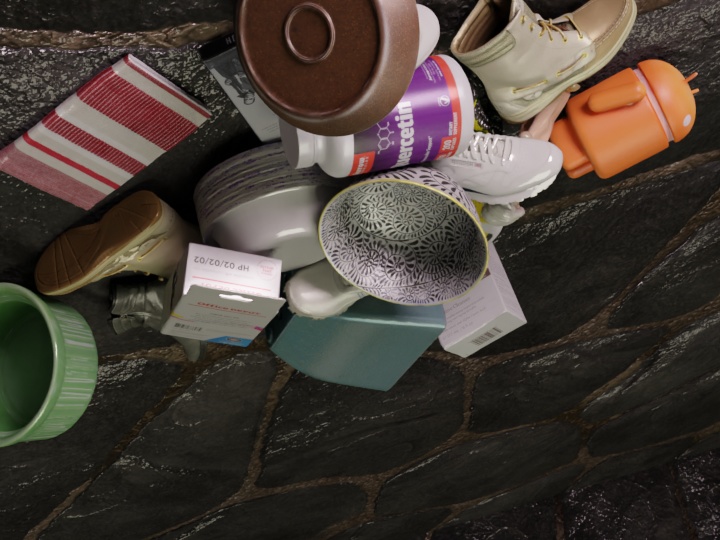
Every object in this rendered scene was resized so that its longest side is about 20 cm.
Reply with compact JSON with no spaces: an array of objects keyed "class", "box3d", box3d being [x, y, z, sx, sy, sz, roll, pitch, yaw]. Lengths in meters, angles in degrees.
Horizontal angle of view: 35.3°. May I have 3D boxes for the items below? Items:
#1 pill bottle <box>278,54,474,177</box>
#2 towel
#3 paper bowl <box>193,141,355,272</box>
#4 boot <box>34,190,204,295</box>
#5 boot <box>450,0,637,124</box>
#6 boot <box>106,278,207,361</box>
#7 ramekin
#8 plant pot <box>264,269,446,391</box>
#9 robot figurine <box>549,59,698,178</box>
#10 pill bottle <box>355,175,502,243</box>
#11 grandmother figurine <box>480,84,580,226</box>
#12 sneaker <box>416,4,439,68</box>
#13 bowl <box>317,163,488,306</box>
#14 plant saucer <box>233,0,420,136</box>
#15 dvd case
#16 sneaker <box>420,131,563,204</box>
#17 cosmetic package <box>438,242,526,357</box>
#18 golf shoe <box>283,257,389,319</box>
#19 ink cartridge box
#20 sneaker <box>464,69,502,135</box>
[{"class":"pill bottle","box3d":[0.016,-0.165,1.227,0.198,0.113,0.113,-12,153,-16]},{"class":"towel","box3d":[-0.276,-0.146,1.214,0.199,0.023,0.144,-32,150,19]},{"class":"paper bowl","box3d":[-0.097,-0.067,1.371,0.199,0.105,0.201,-14,163,-4]},{"class":"boot","box3d":[-0.287,-0.014,1.403,0.199,0.073,0.155,-32,153,15]},{"class":"boot","box3d":[0.207,-0.271,1.264,0.200,0.072,0.154,-40,140,11]},{"class":"boot","box3d":[-0.285,0.067,1.577,0.129,0.068,0.201,-11,145,-9]},{"class":"ramekin","box3d":[-0.427,0.121,1.422,0.199,0.202,0.097,-30,160,20]},{"class":"plant pot","box3d":[-0.029,0.036,1.557,0.198,0.198,0.196,4,146,-28]},{"class":"robot figurine","box3d":[0.342,-0.195,1.455,0.199,0.117,0.144,-27,122,13]},{"class":"pill bottle","box3d":[0.088,-0.092,1.472,0.199,0.115,0.114,4,145,-40]},{"class":"grandmother figurine","box3d":[0.207,-0.148,1.405,0.121,0.060,0.202,14,103,-58]},{"class":"sneaker","box3d":[0.025,-0.241,1.134,0.199,0.076,0.088,-24,172,-42]},{"class":"bowl","box3d":[0.057,-0.060,1.311,0.198,0.095,0.202,10,137,9]},{"class":"plant saucer","box3d":[-0.041,-0.220,1.045,0.200,0.201,0.034,-39,177,34]},{"class":"dvd case","box3d":[-0.070,-0.212,1.231,0.149,0.025,0.200,-24,154,6]},{"class":"sneaker","box3d":[0.135,-0.130,1.317,0.198,0.077,0.081,-2,144,24]},{"class":"cosmetic package","box3d":[0.141,0.006,1.600,0.112,0.201,0.081,-32,153,19]},{"class":"golf shoe","box3d":[0.000,0.000,1.417,0.198,0.079,0.097,-18,168,-26]},{"class":"ink cartridge box","box3d":[-0.163,0.026,1.340,0.114,0.069,0.200,10,159,-17]},{"class":"sneaker","box3d":[0.125,-0.182,1.386,0.084,0.079,0.200,0,155,22]}]
